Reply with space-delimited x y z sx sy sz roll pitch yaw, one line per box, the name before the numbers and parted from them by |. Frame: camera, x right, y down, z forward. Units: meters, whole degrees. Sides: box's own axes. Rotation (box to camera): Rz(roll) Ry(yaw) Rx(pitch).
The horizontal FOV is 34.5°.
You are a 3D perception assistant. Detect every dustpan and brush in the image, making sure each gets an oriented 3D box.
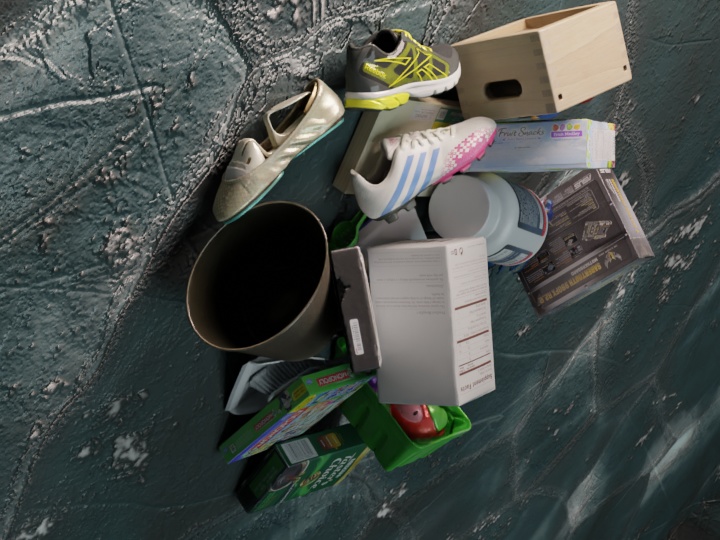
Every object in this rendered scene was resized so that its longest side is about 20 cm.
dustpan and brush | -0.071 0.130 1.518 0.200 0.057 0.140 -28 159 -32

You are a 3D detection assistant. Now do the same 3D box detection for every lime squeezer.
lime squeezer | -0.039 -0.042 1.441 0.199 0.038 0.071 -29 159 -17

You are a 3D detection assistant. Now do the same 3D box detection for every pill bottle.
pill bottle | 0.175 -0.074 1.614 0.120 0.119 0.200 -59 154 10

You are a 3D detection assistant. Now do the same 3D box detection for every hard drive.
hard drive | 0.000 0.000 1.535 0.200 0.025 0.132 -40 147 -8
hard drive | -0.007 0.047 1.371 0.038 0.141 0.200 -10 177 -3

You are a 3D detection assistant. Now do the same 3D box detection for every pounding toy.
pounding toy | 0.225 -0.246 1.482 0.184 0.199 0.143 -26 108 -37

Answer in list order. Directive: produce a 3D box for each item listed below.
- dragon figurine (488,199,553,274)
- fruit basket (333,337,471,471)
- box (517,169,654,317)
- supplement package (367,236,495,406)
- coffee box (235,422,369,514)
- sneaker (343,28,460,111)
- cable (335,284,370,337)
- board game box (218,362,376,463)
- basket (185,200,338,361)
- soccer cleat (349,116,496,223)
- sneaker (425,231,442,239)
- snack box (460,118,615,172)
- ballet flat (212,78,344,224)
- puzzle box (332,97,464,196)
dragon figurine | 0.216 -0.028 1.747 0.059 0.099 0.201 0 120 -52
fruit basket | 0.074 0.150 1.632 0.155 0.215 0.216 -11 129 -48
box | 0.318 -0.044 1.737 0.200 0.159 0.048 -36 161 37
supplement package | 0.092 0.063 1.472 0.117 0.116 0.201 -13 100 -59
coffee box | -0.074 0.282 1.687 0.200 0.044 0.123 -7 143 -51
sneaker | 0.054 -0.244 1.348 0.200 0.074 0.085 -33 125 -47
cable | -0.044 0.059 1.511 0.199 0.051 0.097 -8 151 -27
board game box | -0.083 0.185 1.541 0.134 0.029 0.200 -14 158 -48
basket | -0.097 0.032 1.333 0.181 0.136 0.200 -51 163 -7
soccer cleat | 0.076 -0.141 1.408 0.200 0.070 0.087 -37 111 -8
sneaker | 0.113 0.005 1.692 0.201 0.070 0.090 79 27 -42
snack box | 0.237 -0.163 1.530 0.200 0.168 0.068 -17 106 -68
ballet flat | -0.102 -0.136 1.276 0.200 0.067 0.062 -46 118 -19
puzzle box | 0.058 -0.159 1.482 0.200 0.025 0.134 -2 122 -52
